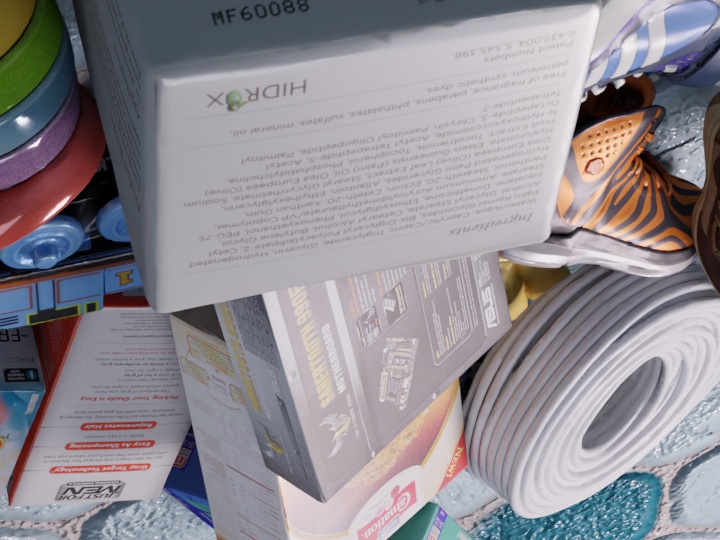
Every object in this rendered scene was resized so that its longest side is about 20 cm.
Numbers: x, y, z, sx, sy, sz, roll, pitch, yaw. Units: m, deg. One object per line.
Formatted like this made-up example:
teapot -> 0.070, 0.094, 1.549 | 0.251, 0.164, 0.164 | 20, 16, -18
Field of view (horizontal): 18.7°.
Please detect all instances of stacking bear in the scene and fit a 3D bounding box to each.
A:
stacking bear -> -0.198, -0.115, 0.998 | 0.113, 0.122, 0.200 | -17, 139, 2

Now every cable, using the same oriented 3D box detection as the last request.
cable -> 0.150, 0.069, 1.372 | 0.199, 0.069, 0.200 | -11, 138, -48

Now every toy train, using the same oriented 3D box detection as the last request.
toy train -> -0.124, -0.036, 1.164 | 0.199, 0.087, 0.114 | -13, 155, -13

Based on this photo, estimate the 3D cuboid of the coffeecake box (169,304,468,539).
coffeecake box -> -0.019, 0.072, 1.264 | 0.153, 0.073, 0.201 | -39, 139, -32

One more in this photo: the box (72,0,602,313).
box -> -0.021, -0.119, 0.986 | 0.199, 0.200, 0.172 | -10, 145, -13

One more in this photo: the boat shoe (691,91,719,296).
boat shoe -> 0.228, -0.019, 1.240 | 0.072, 0.072, 0.200 | -7, 144, 3

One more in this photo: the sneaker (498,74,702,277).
sneaker -> 0.155, -0.061, 1.262 | 0.199, 0.078, 0.112 | -5, 129, -48

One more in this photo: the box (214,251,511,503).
box -> 0.000, 0.000, 1.134 | 0.158, 0.048, 0.201 | -41, 140, -25

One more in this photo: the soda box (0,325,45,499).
soda box -> -0.244, 0.100, 1.302 | 0.063, 0.069, 0.200 | -1, 143, -24

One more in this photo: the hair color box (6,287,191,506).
hair color box -> -0.147, 0.060, 1.301 | 0.101, 0.061, 0.200 | 0, 141, -25

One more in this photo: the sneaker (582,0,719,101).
sneaker -> 0.145, -0.117, 1.172 | 0.200, 0.081, 0.146 | -36, 138, 16

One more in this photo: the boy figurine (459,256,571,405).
boy figurine -> 0.076, 0.016, 1.344 | 0.124, 0.065, 0.200 | -10, 148, -8

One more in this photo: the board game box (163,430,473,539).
board game box -> -0.014, 0.172, 1.431 | 0.199, 0.045, 0.152 | 13, 159, 31
